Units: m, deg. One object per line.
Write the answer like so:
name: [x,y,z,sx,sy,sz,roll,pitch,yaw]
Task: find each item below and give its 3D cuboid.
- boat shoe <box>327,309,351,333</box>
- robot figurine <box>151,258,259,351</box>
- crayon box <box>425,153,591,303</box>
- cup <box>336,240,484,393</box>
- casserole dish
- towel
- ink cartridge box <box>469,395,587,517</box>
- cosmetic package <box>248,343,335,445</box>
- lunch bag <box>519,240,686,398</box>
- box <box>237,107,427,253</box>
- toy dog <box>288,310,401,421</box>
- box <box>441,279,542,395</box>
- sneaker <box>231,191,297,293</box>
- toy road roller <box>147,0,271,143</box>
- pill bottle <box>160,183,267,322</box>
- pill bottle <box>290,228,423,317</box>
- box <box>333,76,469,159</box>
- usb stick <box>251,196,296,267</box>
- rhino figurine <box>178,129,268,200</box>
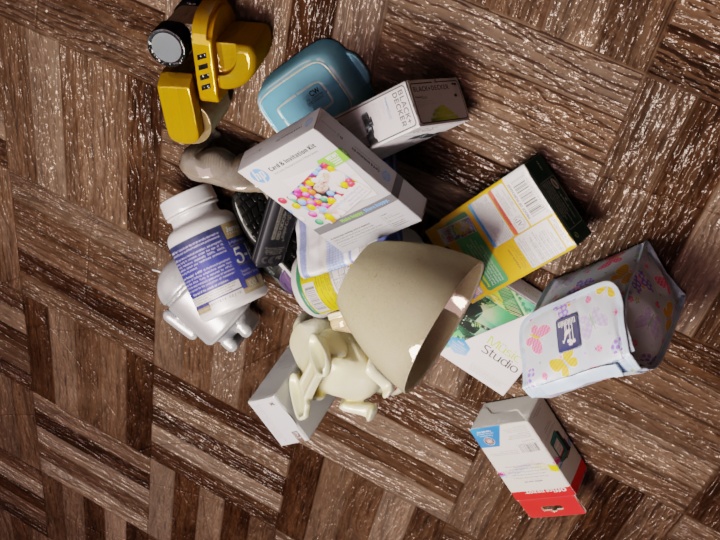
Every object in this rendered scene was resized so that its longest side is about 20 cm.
boat shoe: [0.036,0.091,1.450,0.073,0.199,0.070,-16,73,48]
robot figurine: [-0.267,0.047,1.663,0.200,0.113,0.170,44,108,-7]
crayon box: [0.195,-0.053,1.309,0.200,0.051,0.126,-34,90,44]
cup: [0.053,0.041,1.290,0.143,0.200,0.201,30,136,14]
casserole dish: [-0.070,-0.238,1.354,0.199,0.039,0.121,-24,111,42]
towel: [-0.022,-0.080,1.399,0.199,0.148,0.024,-19,158,39]
ink cartridge box: [0.279,0.300,1.554,0.116,0.067,0.201,-17,115,41]
cosmetic package: [-0.090,0.181,1.597,0.074,0.200,0.102,-19,113,41]
lunch bag: [0.305,0.073,1.253,0.169,0.200,0.127,-26,110,44]
box: [-0.035,-0.111,1.262,0.155,0.041,0.200,-21,131,42]
toy dog: [-0.008,0.149,1.536,0.198,0.194,0.140,6,121,-26]
box: [0.202,0.087,1.450,0.144,0.036,0.201,33,134,5]
sneaker: [-0.152,-0.039,1.550,0.087,0.076,0.201,-18,114,48]
toy road roller: [-0.199,-0.278,1.349,0.145,0.123,0.201,8,129,13]
pill bottle: [-0.240,-0.031,1.556,0.119,0.119,0.201,-22,93,42]
pill bottle: [0.000,0.000,1.453,0.199,0.113,0.113,-16,116,41]
box: [0.029,-0.187,1.268,0.199,0.116,0.061,-20,88,40]
usb stick: [-0.117,-0.087,1.431,0.033,0.055,0.201,57,140,39]
rhino figurine: [-0.183,-0.152,1.462,0.198,0.088,0.060,18,135,17]
